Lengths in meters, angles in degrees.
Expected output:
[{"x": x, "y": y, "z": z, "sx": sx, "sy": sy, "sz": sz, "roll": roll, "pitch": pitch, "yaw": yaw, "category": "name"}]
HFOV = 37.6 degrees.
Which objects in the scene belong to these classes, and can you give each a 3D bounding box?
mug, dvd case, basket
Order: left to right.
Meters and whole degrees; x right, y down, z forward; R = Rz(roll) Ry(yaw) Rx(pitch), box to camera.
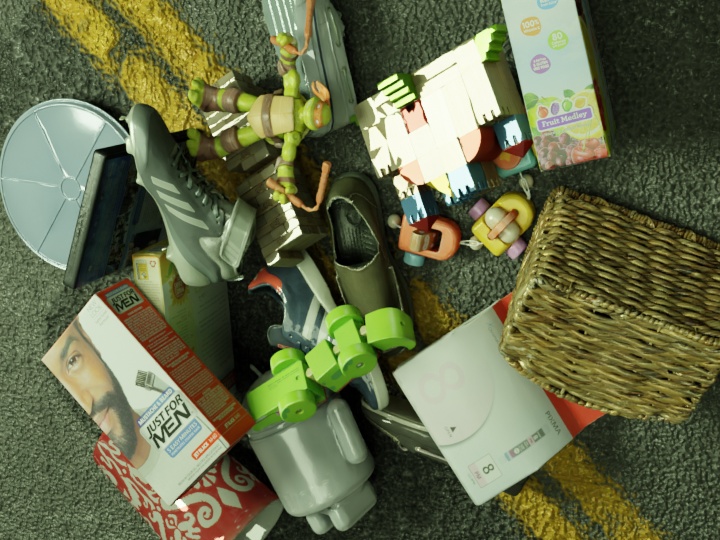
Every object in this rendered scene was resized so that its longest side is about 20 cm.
[{"x": -0.233, "y": -0.070, "z": 1.102, "sx": 0.017, "sy": 0.200, "sz": 0.144, "roll": 23, "pitch": 110, "yaw": 13, "category": "dvd case"}, {"x": -0.211, "y": 0.262, "z": 1.220, "sx": 0.200, "sy": 0.133, "sz": 0.179, "roll": 40, "pitch": 120, "yaw": 15, "category": "mug"}, {"x": 0.246, "y": 0.040, "z": 1.022, "sx": 0.197, "sy": 0.150, "sz": 0.144, "roll": 19, "pitch": 134, "yaw": 5, "category": "basket"}]

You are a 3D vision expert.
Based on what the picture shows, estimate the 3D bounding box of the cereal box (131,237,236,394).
[{"x": -0.189, "y": 0.063, "z": 1.156, "sx": 0.039, "sy": 0.144, "sz": 0.203, "roll": 2, "pitch": 105, "yaw": 19, "category": "cereal box"}]

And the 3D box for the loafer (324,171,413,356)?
[{"x": 0.000, "y": 0.000, "z": 1.113, "sx": 0.074, "sy": 0.070, "sz": 0.203, "roll": -14, "pitch": 99, "yaw": 22, "category": "loafer"}]

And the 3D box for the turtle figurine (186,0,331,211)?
[{"x": -0.090, "y": -0.160, "z": 1.036, "sx": 0.159, "sy": 0.064, "sz": 0.203, "roll": 2, "pitch": 97, "yaw": 24, "category": "turtle figurine"}]

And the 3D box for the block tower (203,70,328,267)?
[{"x": -0.101, "y": -0.105, "z": 1.099, "sx": 0.057, "sy": 0.054, "sz": 0.202, "roll": -29, "pitch": 76, "yaw": 24, "category": "block tower"}]

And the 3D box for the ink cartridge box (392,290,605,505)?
[{"x": 0.156, "y": 0.115, "z": 1.069, "sx": 0.199, "sy": 0.057, "sz": 0.164, "roll": -33, "pitch": 90, "yaw": 11, "category": "ink cartridge box"}]

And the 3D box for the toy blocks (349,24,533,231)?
[{"x": 0.084, "y": -0.124, "z": 1.008, "sx": 0.199, "sy": 0.099, "sz": 0.138, "roll": -25, "pitch": 82, "yaw": 36, "category": "toy blocks"}]

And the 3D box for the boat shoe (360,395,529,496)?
[{"x": 0.088, "y": 0.189, "z": 1.137, "sx": 0.197, "sy": 0.067, "sz": 0.058, "roll": 17, "pitch": 105, "yaw": 10, "category": "boat shoe"}]

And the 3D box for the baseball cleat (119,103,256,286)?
[{"x": -0.159, "y": -0.077, "z": 1.038, "sx": 0.105, "sy": 0.070, "sz": 0.202, "roll": -6, "pitch": 126, "yaw": 12, "category": "baseball cleat"}]

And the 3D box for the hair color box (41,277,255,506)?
[{"x": -0.215, "y": 0.123, "z": 1.069, "sx": 0.200, "sy": 0.064, "sz": 0.111, "roll": 47, "pitch": 116, "yaw": 5, "category": "hair color box"}]

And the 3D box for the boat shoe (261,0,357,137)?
[{"x": -0.049, "y": -0.239, "z": 1.070, "sx": 0.073, "sy": 0.066, "sz": 0.203, "roll": 14, "pitch": 117, "yaw": 56, "category": "boat shoe"}]

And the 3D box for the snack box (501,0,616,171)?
[{"x": 0.175, "y": -0.204, "z": 0.943, "sx": 0.067, "sy": 0.169, "sz": 0.203, "roll": -11, "pitch": 100, "yaw": 18, "category": "snack box"}]

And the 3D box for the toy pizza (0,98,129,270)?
[{"x": -0.327, "y": -0.097, "z": 1.220, "sx": 0.197, "sy": 0.032, "sz": 0.203, "roll": 5, "pitch": 106, "yaw": 16, "category": "toy pizza"}]

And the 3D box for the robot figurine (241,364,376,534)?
[{"x": -0.059, "y": 0.187, "z": 1.160, "sx": 0.169, "sy": 0.113, "sz": 0.202, "roll": -24, "pitch": 96, "yaw": 42, "category": "robot figurine"}]

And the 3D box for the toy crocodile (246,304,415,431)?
[{"x": -0.034, "y": 0.100, "z": 1.067, "sx": 0.199, "sy": 0.062, "sz": 0.068, "roll": -37, "pitch": 47, "yaw": 15, "category": "toy crocodile"}]

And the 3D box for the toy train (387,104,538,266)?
[{"x": 0.107, "y": -0.083, "z": 1.061, "sx": 0.148, "sy": 0.056, "sz": 0.203, "roll": 20, "pitch": 111, "yaw": 12, "category": "toy train"}]

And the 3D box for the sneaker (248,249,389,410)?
[{"x": -0.049, "y": 0.076, "z": 1.127, "sx": 0.084, "sy": 0.075, "sz": 0.201, "roll": -32, "pitch": 77, "yaw": -13, "category": "sneaker"}]
